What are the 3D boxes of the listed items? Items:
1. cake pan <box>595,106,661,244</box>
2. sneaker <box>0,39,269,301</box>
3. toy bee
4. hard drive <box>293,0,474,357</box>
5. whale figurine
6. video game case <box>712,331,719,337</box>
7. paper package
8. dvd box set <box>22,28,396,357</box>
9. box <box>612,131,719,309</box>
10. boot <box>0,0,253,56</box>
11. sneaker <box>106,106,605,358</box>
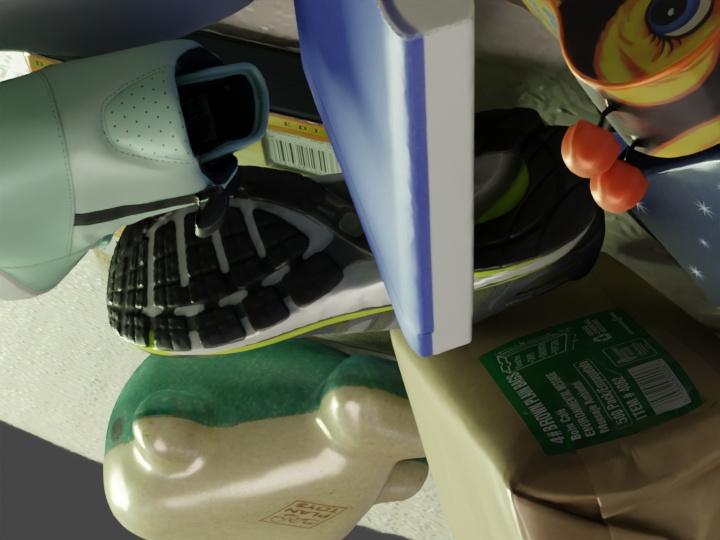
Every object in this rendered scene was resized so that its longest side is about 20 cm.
[{"bbox_3d":[0.168,-0.038,0.759,0.200,0.037,0.200,15,155,7],"label":"cake pan"},{"bbox_3d":[-0.083,-0.035,0.796,0.118,0.074,0.200,-12,-179,5],"label":"sneaker"},{"bbox_3d":[0.070,-0.076,0.587,0.131,0.109,0.200,42,172,-25],"label":"toy bee"},{"bbox_3d":[0.004,-0.073,0.703,0.025,0.132,0.200,-18,154,-6],"label":"hard drive"},{"bbox_3d":[-0.033,0.065,1.036,0.159,0.104,0.200,13,154,-33],"label":"whale figurine"},{"bbox_3d":[0.161,0.082,1.028,0.181,0.023,0.200,5,152,28],"label":"video game case"},{"bbox_3d":[0.099,0.108,0.849,0.200,0.103,0.191,-126,16,-71],"label":"paper package"},{"bbox_3d":[-0.050,-0.033,0.925,0.146,0.029,0.200,13,155,10],"label":"dvd box set"},{"bbox_3d":[0.151,-0.001,0.679,0.121,0.032,0.200,47,161,-14],"label":"box"},{"bbox_3d":[-0.131,-0.122,0.751,0.199,0.096,0.074,-9,146,-19],"label":"boot"},{"bbox_3d":[0.000,0.000,0.838,0.199,0.074,0.081,-9,156,19],"label":"sneaker"}]
